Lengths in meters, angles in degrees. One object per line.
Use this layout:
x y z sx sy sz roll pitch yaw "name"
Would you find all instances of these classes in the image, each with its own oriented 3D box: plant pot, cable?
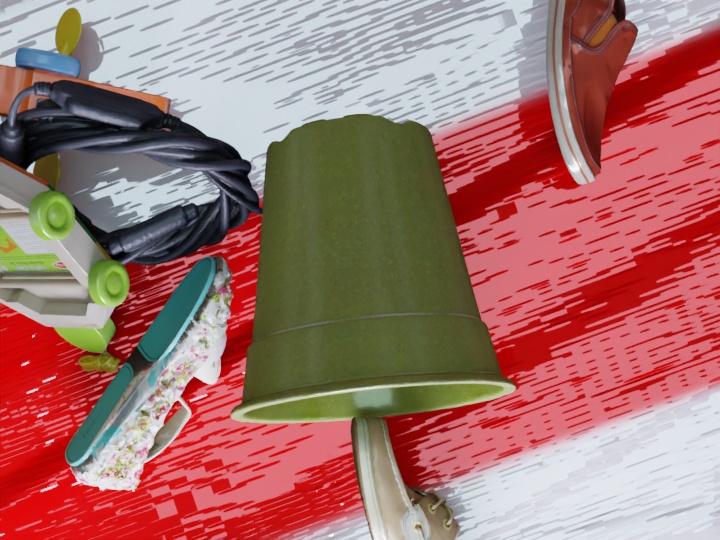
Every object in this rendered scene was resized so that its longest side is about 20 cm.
0.000 0.000 0.868 0.196 0.200 0.193 -6 77 2 "plant pot"
-0.167 -0.054 0.880 0.197 0.164 0.051 13 47 -19 "cable"

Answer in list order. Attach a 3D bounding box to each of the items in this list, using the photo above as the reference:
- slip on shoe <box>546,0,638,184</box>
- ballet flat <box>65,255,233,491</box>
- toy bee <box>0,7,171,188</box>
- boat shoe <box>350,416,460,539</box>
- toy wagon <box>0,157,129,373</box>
0.171 -0.165 0.898 0.060 0.074 0.204 2 86 20 "slip on shoe"
-0.146 0.081 0.928 0.064 0.076 0.201 33 97 -29 "ballet flat"
-0.244 -0.137 0.915 0.199 0.108 0.132 33 83 -23 "toy bee"
0.042 0.198 0.914 0.065 0.074 0.203 -16 100 -1 "boat shoe"
-0.235 -0.001 0.893 0.153 0.201 0.040 0 49 35 "toy wagon"
